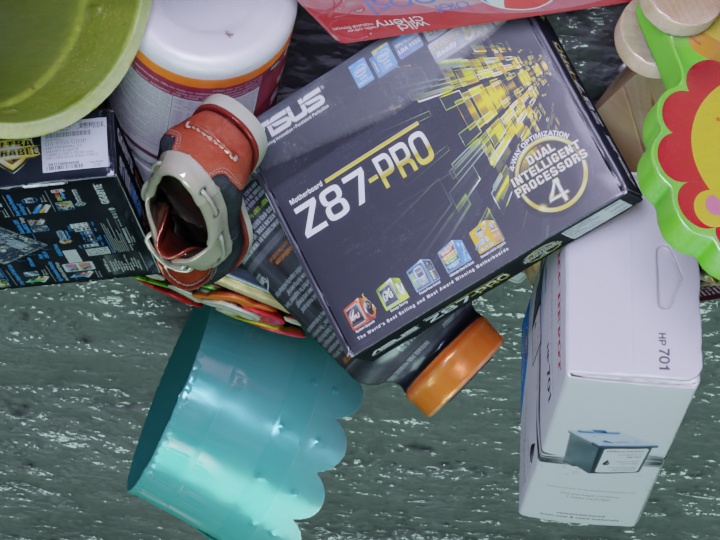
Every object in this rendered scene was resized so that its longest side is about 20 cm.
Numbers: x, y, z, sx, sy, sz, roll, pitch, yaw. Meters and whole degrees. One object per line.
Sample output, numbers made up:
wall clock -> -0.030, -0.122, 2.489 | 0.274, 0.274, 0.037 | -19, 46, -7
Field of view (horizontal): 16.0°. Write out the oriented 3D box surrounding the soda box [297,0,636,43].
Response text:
soda box -> 0.061, -0.184, 1.462 | 0.199, 0.064, 0.070 | -6, 152, 29

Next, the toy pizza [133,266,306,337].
toy pizza -> -0.109, 0.010, 1.775 | 0.199, 0.032, 0.200 | 21, 176, 1

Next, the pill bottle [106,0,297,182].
pill bottle -> -0.102, -0.127, 1.584 | 0.109, 0.110, 0.200 | 10, 156, -4

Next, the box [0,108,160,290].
box -> -0.214, -0.038, 1.584 | 0.158, 0.046, 0.200 | -6, 163, 2

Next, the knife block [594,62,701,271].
knife block -> 0.232, -0.071, 1.567 | 0.175, 0.064, 0.200 | 39, 150, -3

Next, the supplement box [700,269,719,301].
supplement box -> 0.254, -0.034, 1.727 | 0.199, 0.061, 0.109 | -10, 148, 34

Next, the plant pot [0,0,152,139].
plant pot -> -0.253, -0.170, 1.479 | 0.199, 0.201, 0.189 | 27, 162, -35

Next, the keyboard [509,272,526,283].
keyboard -> 0.141, -0.057, 1.698 | 0.056, 0.011, 0.200 | 23, 132, -24

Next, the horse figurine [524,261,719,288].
horse figurine -> 0.163, -0.001, 1.705 | 0.132, 0.050, 0.200 | -19, 144, 36

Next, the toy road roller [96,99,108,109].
toy road roller -> -0.205, -0.102, 1.673 | 0.145, 0.124, 0.200 | 4, 161, -27

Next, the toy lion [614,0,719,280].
toy lion -> 0.237, -0.086, 1.392 | 0.199, 0.193, 0.069 | -15, 162, -19

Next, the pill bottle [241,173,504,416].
pill bottle -> 0.000, 0.000, 1.638 | 0.200, 0.106, 0.106 | 46, 152, 2

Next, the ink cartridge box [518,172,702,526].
ink cartridge box -> 0.153, 0.051, 1.597 | 0.085, 0.147, 0.200 | 4, 150, -2

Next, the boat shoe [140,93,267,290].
boat shoe -> -0.103, -0.034, 1.553 | 0.071, 0.063, 0.200 | 34, 153, 5

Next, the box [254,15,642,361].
box -> 0.046, -0.063, 1.528 | 0.199, 0.162, 0.049 | -30, 165, 16

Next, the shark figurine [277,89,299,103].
shark figurine -> -0.084, -0.028, 1.767 | 0.128, 0.090, 0.215 | -25, 156, -18

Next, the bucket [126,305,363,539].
bucket -> -0.090, 0.117, 2.011 | 0.134, 0.208, 0.207 | 23, 153, -9
